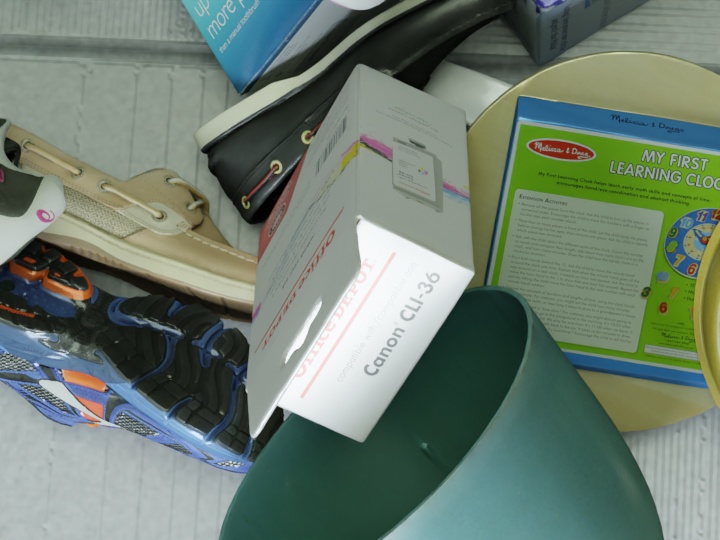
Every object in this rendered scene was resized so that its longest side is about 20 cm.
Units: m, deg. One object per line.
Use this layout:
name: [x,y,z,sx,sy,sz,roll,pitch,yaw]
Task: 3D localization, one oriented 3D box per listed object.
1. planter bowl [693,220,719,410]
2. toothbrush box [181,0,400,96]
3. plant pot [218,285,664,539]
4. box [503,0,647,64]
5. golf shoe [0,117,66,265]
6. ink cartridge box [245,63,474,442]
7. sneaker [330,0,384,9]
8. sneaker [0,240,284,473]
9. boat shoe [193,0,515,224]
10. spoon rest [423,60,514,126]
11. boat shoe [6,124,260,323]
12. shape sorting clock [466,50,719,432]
planter bowl: [0.256,0.037,1.422,0.200,0.083,0.201,5,107,16]
toothbrush box: [-0.053,-0.220,1.534,0.085,0.146,0.200,-20,73,-39]
plant pot: [0.055,0.135,1.430,0.201,0.201,0.161,-45,111,-7]
box: [0.131,-0.246,1.559,0.200,0.105,0.184,-32,78,-5]
golf shoe: [-0.225,-0.053,1.524,0.088,0.077,0.200,-25,39,-17]
ink cartridge box: [0.000,0.000,1.417,0.067,0.200,0.117,25,119,-13]
sneaker: [0.032,-0.218,1.428,0.080,0.088,0.200,33,51,-5]
sneaker: [-0.129,0.052,1.521,0.200,0.078,0.075,28,51,11]
boat shoe: [0.005,-0.095,1.522,0.201,0.074,0.063,-33,83,23]
spoon rest: [0.110,-0.058,1.538,0.200,0.061,0.099,27,80,10]
boat shoe: [-0.112,-0.025,1.537,0.200,0.071,0.065,20,79,9]
shape sorting clock: [0.135,-0.015,1.496,0.200,0.039,0.200,0,105,-1]
